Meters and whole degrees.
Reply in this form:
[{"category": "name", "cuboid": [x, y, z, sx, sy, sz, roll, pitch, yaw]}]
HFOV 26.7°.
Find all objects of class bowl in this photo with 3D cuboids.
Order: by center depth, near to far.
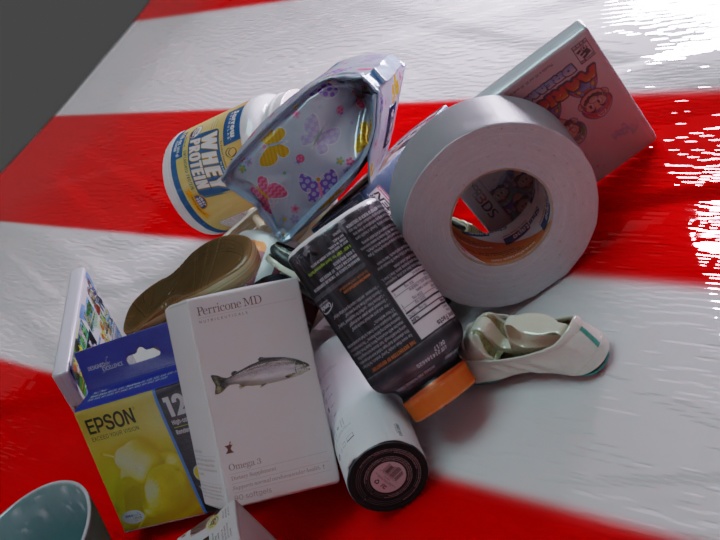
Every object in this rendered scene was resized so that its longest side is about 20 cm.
[{"category": "bowl", "cuboid": [-0.327, 0.333, 1.599, 0.200, 0.105, 0.202, -30, 32, 21]}]

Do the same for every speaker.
[{"category": "speaker", "cuboid": [0.005, 0.143, 1.482, 0.081, 0.081, 0.200, -37, 30, 7]}]

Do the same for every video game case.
[{"category": "video game case", "cuboid": [0.182, -0.132, 1.535, 0.199, 0.182, 0.024, -36, 43, 9]}, {"category": "video game case", "cuboid": [-0.301, 0.124, 1.766, 0.022, 0.183, 0.201, -17, 34, 9]}]

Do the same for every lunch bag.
[{"category": "lunch bag", "cuboid": [-0.033, -0.144, 1.632, 0.200, 0.127, 0.170, -45, 6, 17]}]

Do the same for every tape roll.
[{"category": "tape roll", "cuboid": [0.130, -0.066, 1.488, 0.200, 0.201, 0.066, -36, 29, 9]}]

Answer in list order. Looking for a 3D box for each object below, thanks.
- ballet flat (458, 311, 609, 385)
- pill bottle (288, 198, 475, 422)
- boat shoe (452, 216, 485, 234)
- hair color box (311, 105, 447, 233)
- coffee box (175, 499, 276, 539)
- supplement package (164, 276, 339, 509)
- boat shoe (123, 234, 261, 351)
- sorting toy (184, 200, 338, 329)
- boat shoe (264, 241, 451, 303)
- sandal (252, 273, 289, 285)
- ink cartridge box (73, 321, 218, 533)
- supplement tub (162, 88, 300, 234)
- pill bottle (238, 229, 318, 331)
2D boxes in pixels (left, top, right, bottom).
[{"category": "ballet flat", "cuboid": [0.144, 0.066, 1.436, 0.199, 0.070, 0.070, -6, 45, 46]}, {"category": "pill bottle", "cuboid": [0.026, 0.042, 1.432, 0.106, 0.201, 0.106, -33, -2, -1]}, {"category": "boat shoe", "cuboid": [0.075, -0.032, 1.641, 0.199, 0.068, 0.075, 4, 52, 52]}, {"category": "hair color box", "cuboid": [0.039, -0.096, 1.704, 0.100, 0.061, 0.200, -35, 10, 47]}, {"category": "coffee box", "cuboid": [-0.158, 0.320, 1.408, 0.199, 0.113, 0.080, -35, 30, 10]}, {"category": "supplement package", "cuboid": [-0.107, 0.119, 1.475, 0.116, 0.202, 0.117, -12, -2, -17]}, {"category": "boat shoe", "cuboid": [-0.165, 0.026, 1.589, 0.199, 0.064, 0.072, -29, 36, 38]}, {"category": "sorting toy", "cuboid": [-0.077, -0.002, 1.763, 0.200, 0.107, 0.180, -40, 42, 4]}, {"category": "boat shoe", "cuboid": [0.000, 0.000, 1.577, 0.072, 0.198, 0.068, -41, -33, -84]}, {"category": "sandal", "cuboid": [-0.091, 0.106, 1.570, 0.075, 0.203, 0.043, -3, -5, -6]}, {"category": "ink cartridge box", "cuboid": [-0.209, 0.164, 1.595, 0.196, 0.202, 0.047, -18, 10, 36]}, {"category": "supplement tub", "cuboid": [-0.141, -0.141, 1.962, 0.199, 0.145, 0.145, -21, 35, 32]}, {"category": "pill bottle", "cuboid": [-0.113, 0.069, 1.648, 0.114, 0.114, 0.202, 4, 70, 51]}]
